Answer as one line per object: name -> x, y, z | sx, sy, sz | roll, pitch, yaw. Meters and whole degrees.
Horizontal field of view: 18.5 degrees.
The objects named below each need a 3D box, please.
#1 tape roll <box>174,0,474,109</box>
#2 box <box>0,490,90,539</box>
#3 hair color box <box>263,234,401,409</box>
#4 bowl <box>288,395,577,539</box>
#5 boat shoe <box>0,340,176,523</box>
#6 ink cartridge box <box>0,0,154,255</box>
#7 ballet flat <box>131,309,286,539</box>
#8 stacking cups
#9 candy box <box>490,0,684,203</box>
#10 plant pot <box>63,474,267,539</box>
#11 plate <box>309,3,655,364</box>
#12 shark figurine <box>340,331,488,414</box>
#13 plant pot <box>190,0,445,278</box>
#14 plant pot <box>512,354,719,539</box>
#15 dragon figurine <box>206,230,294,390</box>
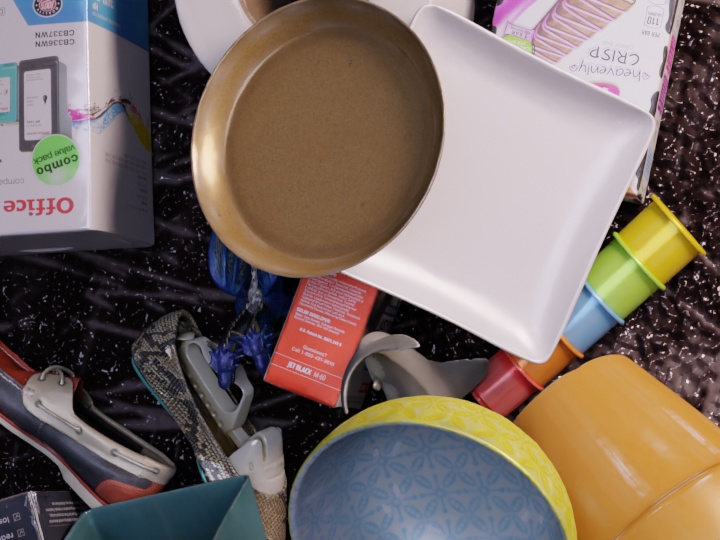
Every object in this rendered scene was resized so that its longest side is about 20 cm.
tape roll -> -0.025, -0.208, 1.658 | 0.201, 0.139, 0.205 | -1, 85, 14
box -> -0.292, 0.288, 1.687 | 0.199, 0.124, 0.198 | -17, 80, 11
hair color box -> 0.000, 0.000, 1.652 | 0.063, 0.111, 0.201 | 19, 90, 11
bowl -> 0.061, 0.158, 1.506 | 0.199, 0.108, 0.202 | 10, 122, 17
boat shoe -> -0.229, 0.111, 1.712 | 0.200, 0.071, 0.063 | 43, 108, 7
ink cartridge box -> -0.250, -0.118, 1.700 | 0.145, 0.146, 0.202 | -3, 85, 13
ballet flat -> -0.102, 0.117, 1.683 | 0.075, 0.068, 0.201 | -40, 75, 30
stacking cups -> 0.161, 0.029, 1.639 | 0.200, 0.060, 0.061 | -41, 78, 7
candy box -> 0.164, -0.162, 1.654 | 0.135, 0.061, 0.202 | 11, 88, 13
plant pot -> -0.130, 0.282, 1.625 | 0.140, 0.141, 0.201 | -13, 108, 17
plate -> 0.086, -0.061, 1.585 | 0.198, 0.032, 0.201 | 24, 92, -14
shark figurine -> 0.047, 0.078, 1.604 | 0.089, 0.215, 0.129 | -18, 51, 11
plant pot -> -0.027, -0.092, 1.545 | 0.199, 0.027, 0.202 | -6, 78, 26
plant pot -> 0.197, 0.168, 1.564 | 0.200, 0.200, 0.184 | -42, 63, 6
dragon figurine -> -0.079, -0.007, 1.674 | 0.058, 0.099, 0.202 | -2, 79, 13
